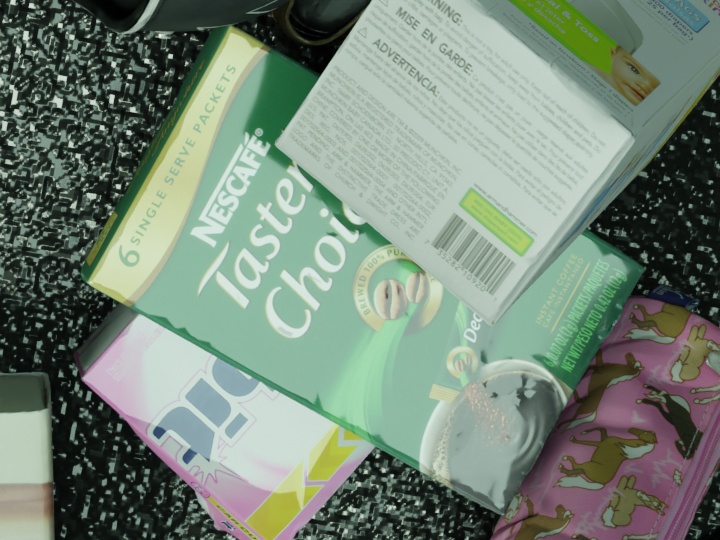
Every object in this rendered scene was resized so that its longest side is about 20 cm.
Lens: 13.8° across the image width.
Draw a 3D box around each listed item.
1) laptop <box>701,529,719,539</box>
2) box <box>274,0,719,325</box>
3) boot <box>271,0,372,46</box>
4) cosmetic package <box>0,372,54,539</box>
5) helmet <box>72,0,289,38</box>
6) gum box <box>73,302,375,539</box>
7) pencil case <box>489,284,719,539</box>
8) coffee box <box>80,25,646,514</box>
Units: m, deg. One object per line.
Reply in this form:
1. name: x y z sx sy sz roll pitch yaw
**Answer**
1. laptop: 0.239 0.196 1.355 0.176 0.103 0.201 -29 76 -4
2. box: 0.071 -0.082 1.163 0.112 0.200 0.102 40 121 6
3. boot: 0.041 -0.165 1.224 0.074 0.075 0.200 43 98 -10
4. cosmetic package: -0.176 0.149 1.243 0.103 0.087 0.202 -3 98 -7
5. helmet: -0.074 -0.192 1.153 0.190 0.200 0.201 27 93 1
6. gum box: -0.021 0.012 1.257 0.113 0.066 0.200 42 90 -11
7. pencil case: 0.101 0.102 1.233 0.082 0.087 0.201 28 55 4
8. coffee box: 0.000 0.000 1.201 0.199 0.044 0.123 31 91 -10
